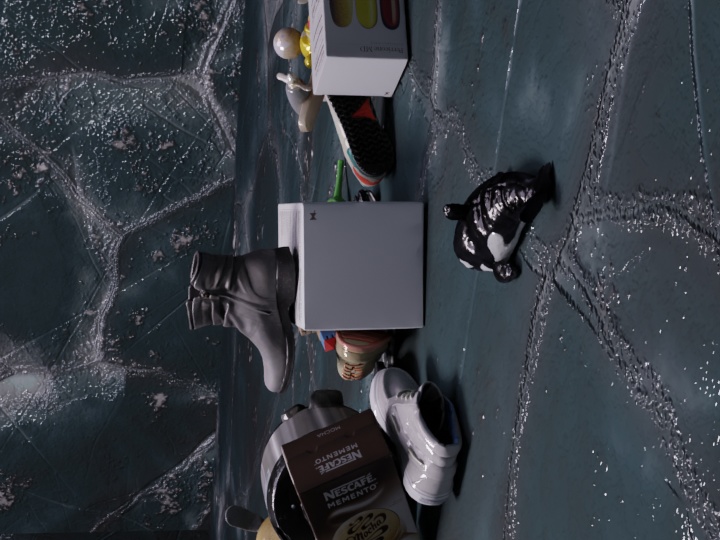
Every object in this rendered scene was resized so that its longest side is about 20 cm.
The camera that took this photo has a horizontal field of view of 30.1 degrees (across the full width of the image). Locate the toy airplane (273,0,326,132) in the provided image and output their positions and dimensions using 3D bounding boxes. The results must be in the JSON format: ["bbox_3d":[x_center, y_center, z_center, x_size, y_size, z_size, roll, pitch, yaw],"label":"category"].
[{"bbox_3d":[-0.057,-0.309,1.923,0.200,0.139,0.201,-77,0,-75],"label":"toy airplane"}]

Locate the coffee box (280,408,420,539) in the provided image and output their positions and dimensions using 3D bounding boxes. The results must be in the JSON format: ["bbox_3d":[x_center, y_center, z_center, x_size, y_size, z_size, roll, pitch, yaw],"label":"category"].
[{"bbox_3d":[-0.005,0.266,1.504,0.080,0.112,0.201,-117,6,-51],"label":"coffee box"}]

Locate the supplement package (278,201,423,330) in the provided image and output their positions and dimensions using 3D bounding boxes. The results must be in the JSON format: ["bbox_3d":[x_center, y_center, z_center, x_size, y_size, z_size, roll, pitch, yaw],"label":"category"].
[{"bbox_3d":[-0.016,-0.009,1.665,0.200,0.150,0.153,-169,78,-78],"label":"supplement package"}]

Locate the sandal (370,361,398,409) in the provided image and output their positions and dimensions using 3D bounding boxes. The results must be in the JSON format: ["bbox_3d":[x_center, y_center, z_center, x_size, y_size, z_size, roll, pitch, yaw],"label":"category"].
[{"bbox_3d":[0.038,0.152,1.688,0.200,0.044,0.076,7,-91,-87],"label":"sandal"}]

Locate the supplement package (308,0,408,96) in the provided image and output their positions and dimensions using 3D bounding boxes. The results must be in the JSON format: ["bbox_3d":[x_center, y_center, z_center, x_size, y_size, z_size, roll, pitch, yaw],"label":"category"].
[{"bbox_3d":[-0.006,-0.341,1.747,0.110,0.112,0.202,119,149,-69],"label":"supplement package"}]

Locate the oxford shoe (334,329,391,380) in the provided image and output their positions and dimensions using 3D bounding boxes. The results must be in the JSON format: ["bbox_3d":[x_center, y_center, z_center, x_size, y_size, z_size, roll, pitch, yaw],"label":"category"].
[{"bbox_3d":[0.001,0.107,1.698,0.200,0.070,0.075,-13,-65,-83],"label":"oxford shoe"}]

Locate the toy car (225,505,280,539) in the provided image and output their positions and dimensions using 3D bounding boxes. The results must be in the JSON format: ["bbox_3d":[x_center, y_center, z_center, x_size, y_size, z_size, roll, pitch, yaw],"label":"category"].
[{"bbox_3d":[-0.090,0.376,1.885,0.158,0.197,0.166,106,161,-53],"label":"toy car"}]

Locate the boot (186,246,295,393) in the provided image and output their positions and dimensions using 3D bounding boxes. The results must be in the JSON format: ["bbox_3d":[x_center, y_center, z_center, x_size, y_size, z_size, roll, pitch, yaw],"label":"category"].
[{"bbox_3d":[-0.147,0.061,1.621,0.070,0.130,0.202,-120,28,-62],"label":"boot"}]

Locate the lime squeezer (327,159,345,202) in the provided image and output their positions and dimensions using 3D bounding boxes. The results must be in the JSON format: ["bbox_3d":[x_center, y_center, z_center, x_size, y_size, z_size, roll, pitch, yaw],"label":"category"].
[{"bbox_3d":[-0.040,-0.072,2.085,0.071,0.037,0.203,-167,78,-79],"label":"lime squeezer"}]

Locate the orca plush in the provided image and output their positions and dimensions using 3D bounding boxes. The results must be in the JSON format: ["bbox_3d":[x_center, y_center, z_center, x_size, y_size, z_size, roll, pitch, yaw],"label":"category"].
[{"bbox_3d":[0.112,-0.042,1.231,0.200,0.070,0.107,171,100,-78],"label":"orca plush"}]

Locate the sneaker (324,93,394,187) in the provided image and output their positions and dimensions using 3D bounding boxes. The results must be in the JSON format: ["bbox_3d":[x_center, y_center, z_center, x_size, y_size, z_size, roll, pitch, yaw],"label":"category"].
[{"bbox_3d":[-0.012,-0.205,1.810,0.094,0.070,0.202,116,137,-70],"label":"sneaker"}]

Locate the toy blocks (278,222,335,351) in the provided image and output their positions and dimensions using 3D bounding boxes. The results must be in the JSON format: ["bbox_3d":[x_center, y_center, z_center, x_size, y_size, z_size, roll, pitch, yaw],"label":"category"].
[{"bbox_3d":[-0.078,0.036,2.115,0.137,0.099,0.202,-117,17,-50],"label":"toy blocks"}]

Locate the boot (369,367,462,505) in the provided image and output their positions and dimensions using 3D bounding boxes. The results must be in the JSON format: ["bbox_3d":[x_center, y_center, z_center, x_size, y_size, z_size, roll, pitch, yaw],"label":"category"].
[{"bbox_3d":[0.067,0.155,1.477,0.201,0.073,0.096,-114,33,-47],"label":"boot"}]

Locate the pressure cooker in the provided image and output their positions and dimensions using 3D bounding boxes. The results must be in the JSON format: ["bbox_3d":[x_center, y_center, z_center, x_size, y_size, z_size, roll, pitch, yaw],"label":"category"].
[{"bbox_3d":[-0.040,0.258,1.685,0.176,0.179,0.200,-47,11,-1],"label":"pressure cooker"}]

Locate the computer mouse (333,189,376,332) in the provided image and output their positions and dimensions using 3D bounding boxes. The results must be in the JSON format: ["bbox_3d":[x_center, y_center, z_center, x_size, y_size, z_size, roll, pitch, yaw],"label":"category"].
[{"bbox_3d":[0.000,0.000,1.863,0.139,0.052,0.202,112,166,-59],"label":"computer mouse"}]
